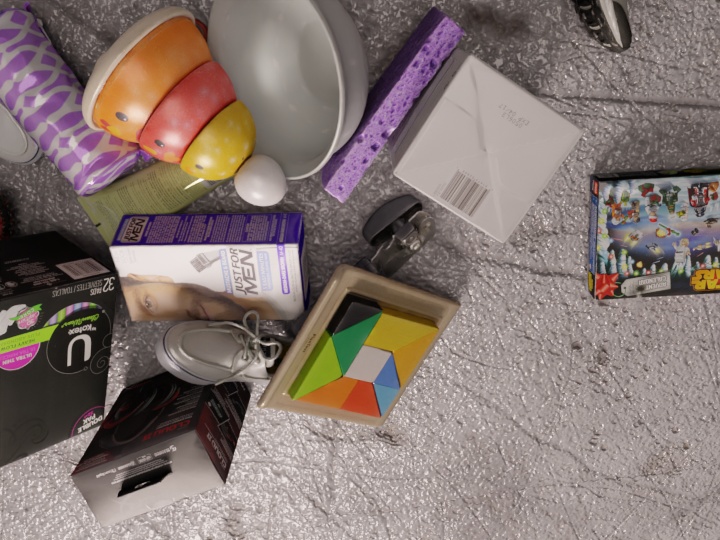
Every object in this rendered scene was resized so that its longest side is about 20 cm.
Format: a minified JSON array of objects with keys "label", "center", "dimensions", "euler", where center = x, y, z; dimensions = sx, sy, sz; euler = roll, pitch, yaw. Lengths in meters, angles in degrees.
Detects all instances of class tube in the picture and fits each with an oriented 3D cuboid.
[{"label":"tube","center":[-0.214,-0.092,0.830],"dimensions":[0.199,0.052,0.058],"euler":[-27,65,16]}]

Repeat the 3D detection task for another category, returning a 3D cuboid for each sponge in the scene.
[{"label":"sponge","center":[0.028,-0.170,0.760],"dimensions":[0.030,0.112,0.200],"euler":[33,107,-15]}]

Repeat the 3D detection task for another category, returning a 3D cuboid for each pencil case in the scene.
[{"label":"pencil case","center":[-0.314,-0.173,0.780],"dimensions":[0.085,0.084,0.200],"euler":[-41,101,-27]}]

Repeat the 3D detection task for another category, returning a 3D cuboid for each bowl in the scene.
[{"label":"bowl","center":[-0.057,-0.197,0.744],"dimensions":[0.201,0.090,0.202],"euler":[26,128,39]}]

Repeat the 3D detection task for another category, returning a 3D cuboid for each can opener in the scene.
[{"label":"can opener","center":[0.000,0.000,0.838],"dimensions":[0.200,0.067,0.053],"euler":[-43,146,2]}]

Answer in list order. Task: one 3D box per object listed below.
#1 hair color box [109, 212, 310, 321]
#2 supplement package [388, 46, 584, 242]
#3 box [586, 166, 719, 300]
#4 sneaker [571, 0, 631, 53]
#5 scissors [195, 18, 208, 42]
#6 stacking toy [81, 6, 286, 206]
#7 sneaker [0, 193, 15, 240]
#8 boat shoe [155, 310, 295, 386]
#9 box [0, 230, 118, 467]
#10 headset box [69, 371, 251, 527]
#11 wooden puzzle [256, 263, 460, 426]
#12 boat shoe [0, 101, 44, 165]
[{"label":"hair color box","center":[-0.159,-0.003,0.832],"dimensions":[0.199,0.065,0.110],"euler":[0,129,3]},{"label":"supplement package","center":[0.107,-0.130,0.725],"dimensions":[0.121,0.200,0.120],"euler":[31,107,-9]},{"label":"box","center":[0.354,-0.042,0.835],"dimensions":[0.199,0.040,0.138],"euler":[-4,110,2]},{"label":"sneaker","center":[0.238,-0.312,0.730],"dimensions":[0.079,0.074,0.201],"euler":[-18,107,2]},{"label":"scissors","center":[-0.243,-0.200,0.810],"dimensions":[0.199,0.014,0.073],"euler":[-22,109,10]},{"label":"stacking toy","center":[-0.150,-0.138,0.731],"dimensions":[0.200,0.146,0.146],"euler":[42,105,-2]},{"label":"sneaker","center":[-0.440,0.002,0.859],"dimensions":[0.082,0.078,0.201],"euler":[11,106,13]},{"label":"boat shoe","center":[-0.116,0.090,0.827],"dimensions":[0.201,0.075,0.086],"euler":[19,145,-33]},{"label":"box","center":[-0.362,0.081,0.810],"dimensions":[0.124,0.148,0.201],"euler":[28,117,30]},{"label":"headset box","center":[-0.215,0.186,0.841],"dimensions":[0.148,0.200,0.075],"euler":[-21,109,9]},{"label":"wooden puzzle","center":[0.006,0.095,0.836],"dimensions":[0.199,0.037,0.186],"euler":[16,112,-41]},{"label":"boat shoe","center":[-0.422,-0.184,0.790],"dimensions":[0.200,0.067,0.074],"euler":[43,105,-12]}]
